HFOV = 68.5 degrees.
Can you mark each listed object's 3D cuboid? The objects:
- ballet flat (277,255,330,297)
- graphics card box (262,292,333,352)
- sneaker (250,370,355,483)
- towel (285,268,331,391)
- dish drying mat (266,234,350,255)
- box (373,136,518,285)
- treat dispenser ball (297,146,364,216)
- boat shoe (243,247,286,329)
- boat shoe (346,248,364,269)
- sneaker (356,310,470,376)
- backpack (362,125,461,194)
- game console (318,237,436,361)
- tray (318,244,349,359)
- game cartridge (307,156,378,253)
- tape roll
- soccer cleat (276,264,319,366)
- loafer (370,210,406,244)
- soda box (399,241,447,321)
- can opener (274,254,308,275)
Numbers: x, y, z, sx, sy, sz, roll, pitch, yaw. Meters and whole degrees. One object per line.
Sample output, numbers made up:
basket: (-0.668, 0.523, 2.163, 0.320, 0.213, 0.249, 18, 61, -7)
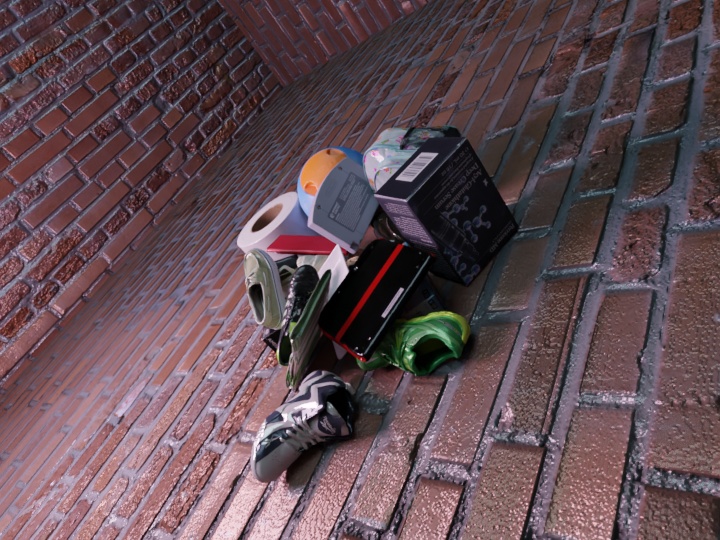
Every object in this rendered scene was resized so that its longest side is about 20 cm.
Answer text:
ballet flat: (-0.130, 0.007, 1.125, 0.199, 0.070, 0.070, -28, 30, 22)
graphics card box: (-0.118, 0.076, 1.133, 0.200, 0.051, 0.126, -33, 29, 12)
sneaker: (-0.078, 0.243, 0.810, 0.199, 0.080, 0.129, -44, 18, -28)
towel: (-0.094, 0.111, 0.945, 0.200, 0.023, 0.153, 102, -170, -52)
dish drying mat: (-0.108, -0.055, 1.186, 0.199, 0.018, 0.077, 3, 32, 22)
box: (0.148, -0.101, 0.901, 0.149, 0.200, 0.107, -47, 30, -11)
treat dispenser ball: (-0.053, -0.199, 1.289, 0.200, 0.201, 0.201, -30, 29, 19)
boat shoe: (-0.205, 0.030, 1.095, 0.072, 0.062, 0.200, -42, 57, 22)
boat shoe: (0.000, 0.000, 1.082, 0.071, 0.065, 0.200, -35, 28, 9)
sneaker: (0.070, 0.120, 0.813, 0.199, 0.074, 0.084, -22, 29, 31)
backpack: (0.103, -0.201, 1.091, 0.199, 0.176, 0.154, 17, 56, 32)
game console: (0.021, 0.040, 0.876, 0.200, 0.031, 0.177, -56, 34, -7)
tray: (-0.034, 0.057, 0.998, 0.107, 0.022, 0.201, -52, 42, 34)
game cartridge: (-0.031, -0.146, 1.141, 0.040, 0.133, 0.201, -36, 24, 56)
tape roll: (-0.199, -0.087, 1.375, 0.202, 0.139, 0.203, -30, 30, 19)
soccer cleat: (-0.119, 0.089, 1.020, 0.081, 0.067, 0.201, -127, 50, -82)
loafer: (0.069, -0.088, 1.114, 0.071, 0.073, 0.200, -38, 28, 7)
soda box: (0.091, 0.030, 0.928, 0.068, 0.064, 0.200, -35, 29, 10)
can opener: (-0.148, -0.004, 1.191, 0.199, 0.053, 0.067, -14, 70, -5)
